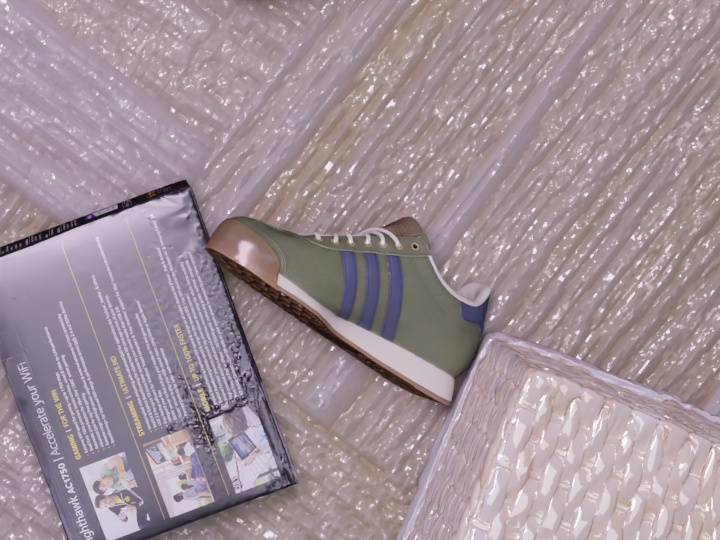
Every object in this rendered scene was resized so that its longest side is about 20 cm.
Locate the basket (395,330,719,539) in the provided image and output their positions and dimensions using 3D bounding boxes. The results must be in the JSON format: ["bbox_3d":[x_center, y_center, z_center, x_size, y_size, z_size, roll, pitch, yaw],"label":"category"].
[{"bbox_3d":[0.141,0.164,1.719,0.198,0.161,0.200,22,90,-9],"label":"basket"}]

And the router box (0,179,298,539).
[{"bbox_3d":[-0.141,0.062,1.722,0.149,0.051,0.200,-20,98,-4],"label":"router box"}]

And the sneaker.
[{"bbox_3d":[0.000,0.000,1.718,0.200,0.067,0.090,35,82,-29],"label":"sneaker"}]
